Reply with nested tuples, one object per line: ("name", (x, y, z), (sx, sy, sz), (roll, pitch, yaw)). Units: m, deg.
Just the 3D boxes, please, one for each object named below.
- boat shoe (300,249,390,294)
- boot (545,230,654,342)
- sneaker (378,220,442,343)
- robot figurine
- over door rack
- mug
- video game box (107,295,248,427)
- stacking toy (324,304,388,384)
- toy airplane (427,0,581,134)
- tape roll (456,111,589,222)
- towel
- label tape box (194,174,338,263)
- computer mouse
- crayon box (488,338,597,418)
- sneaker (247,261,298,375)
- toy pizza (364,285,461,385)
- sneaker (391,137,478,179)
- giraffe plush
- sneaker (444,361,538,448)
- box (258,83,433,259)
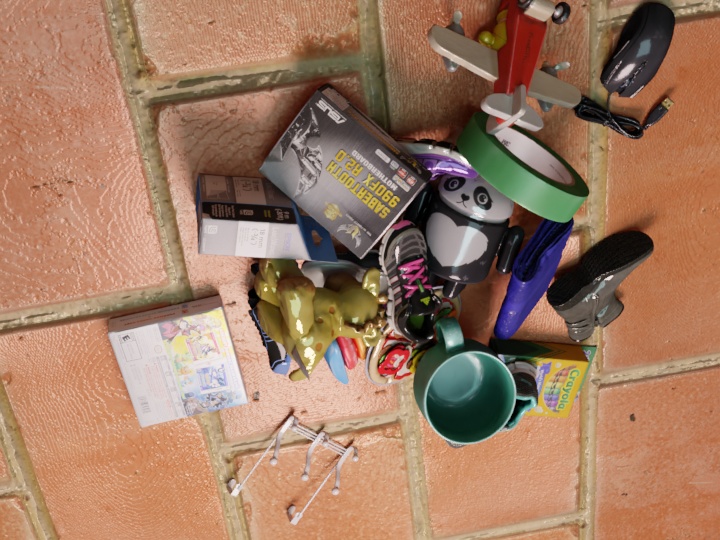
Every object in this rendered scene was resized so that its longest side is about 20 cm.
("boat shoe", (0.000, 0.000, 1.679), (0.199, 0.060, 0.076), (10, 133, -19))
("boot", (0.406, 0.026, 1.780), (0.200, 0.068, 0.131), (-36, 135, 10))
("sneaker", (0.079, 0.024, 1.573), (0.073, 0.087, 0.201), (-18, 124, -23))
("robot figurine", (0.153, -0.059, 1.627), (0.150, 0.125, 0.201), (10, 116, -22))
("over door rack", (-0.116, 0.359, 1.883), (0.147, 0.067, 0.200), (31, 112, -25))
("mug", (0.165, 0.170, 1.719), (0.151, 0.114, 0.186), (16, 99, -13))
("video game box", (-0.288, 0.146, 1.729), (0.181, 0.047, 0.201), (-11, 124, -1))
("stacking toy", (0.026, 0.081, 1.721), (0.199, 0.110, 0.116), (-24, 140, -8))
("toy airplane", (0.200, -0.281, 1.488), (0.199, 0.141, 0.201), (-34, 108, -23))
("tape roll", (0.232, -0.149, 1.541), (0.200, 0.201, 0.048), (25, 115, -23))
("towel", (0.258, 0.009, 1.660), (0.148, 0.049, 0.200), (-48, 162, -25))
("label tape box", (-0.135, -0.076, 1.556), (0.199, 0.144, 0.064), (3, 120, -13))
("computer mouse", (0.418, -0.280, 1.584), (0.140, 0.046, 0.200), (23, 115, -22))
("crayon box", (0.307, 0.187, 1.860), (0.199, 0.052, 0.126), (5, 121, -14))
("sneaker", (-0.141, 0.073, 1.699), (0.078, 0.070, 0.201), (2, 115, -8))
("toy pizza", (0.091, 0.110, 1.726), (0.200, 0.032, 0.201), (-30, 144, -25))
("sneaker", (0.077, -0.149, 1.568), (0.199, 0.081, 0.084), (5, 103, 10))
("giraffe plush", (-0.047, 0.055, 1.584), (0.162, 0.200, 0.173), (-18, 154, -22))
("sneaker", (0.217, 0.237, 1.792), (0.077, 0.091, 0.200), (36, 112, -24))
("box", (-0.022, -0.140, 1.531), (0.200, 0.048, 0.158), (41, 118, 0))
